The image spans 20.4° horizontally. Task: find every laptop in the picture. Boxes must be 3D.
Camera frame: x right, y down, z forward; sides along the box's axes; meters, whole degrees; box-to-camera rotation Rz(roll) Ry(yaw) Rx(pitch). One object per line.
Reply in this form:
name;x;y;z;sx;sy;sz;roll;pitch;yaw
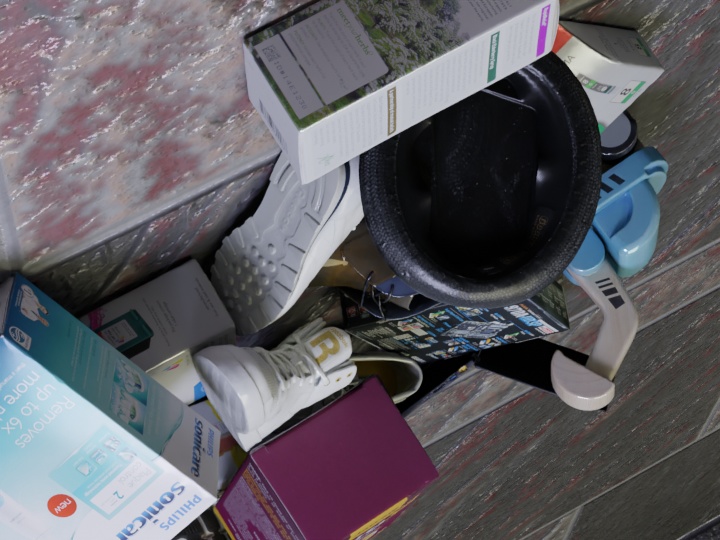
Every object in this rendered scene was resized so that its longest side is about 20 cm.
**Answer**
laptop;0.131;0.126;1.946;0.199;0.116;0.187;-37;-178;14

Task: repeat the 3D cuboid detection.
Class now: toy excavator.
toy excavator;0.205;-0.009;1.701;0.194;0.201;0.100;-34;159;-7

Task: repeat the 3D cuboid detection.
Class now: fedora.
fedora;0.079;-0.073;1.460;0.199;0.202;0.092;-28;-176;-12

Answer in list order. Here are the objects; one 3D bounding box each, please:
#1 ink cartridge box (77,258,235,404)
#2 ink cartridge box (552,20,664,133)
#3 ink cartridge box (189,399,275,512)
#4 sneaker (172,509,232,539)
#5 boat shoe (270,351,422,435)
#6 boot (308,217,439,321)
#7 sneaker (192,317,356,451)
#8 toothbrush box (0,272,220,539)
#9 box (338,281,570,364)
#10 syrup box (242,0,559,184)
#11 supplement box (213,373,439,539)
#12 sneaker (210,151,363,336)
ink cartridge box;-0.195;0.083;1.529;0.199;0.068;0.116;-28;160;-14
ink cartridge box;0.128;-0.125;1.565;0.161;0.050;0.199;-45;158;29
ink cartridge box;-0.127;0.181;1.826;0.199;0.084;0.145;-18;155;-33
sneaker;-0.131;0.267;1.790;0.083;0.081;0.200;-32;161;18
boat shoe;-0.025;0.103;1.757;0.201;0.075;0.086;0;168;-39
boot;0.000;0.000;1.586;0.199;0.097;0.075;-26;159;-18
sneaker;-0.060;0.070;1.519;0.115;0.074;0.200;-34;171;-8
toothbrush box;-0.218;0.124;1.412;0.146;0.086;0.200;-40;116;21
box;0.086;0.033;1.781;0.158;0.046;0.200;-14;164;17
syrup box;0.028;-0.148;1.320;0.199;0.079;0.082;-29;159;-11
supplement box;-0.032;0.185;1.672;0.130;0.104;0.200;-30;169;-21
sneaker;-0.043;-0.025;1.502;0.080;0.077;0.200;-20;155;-49
